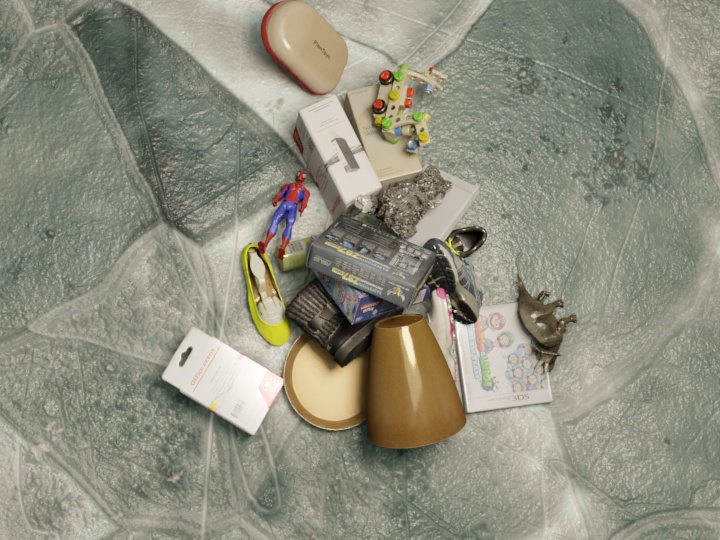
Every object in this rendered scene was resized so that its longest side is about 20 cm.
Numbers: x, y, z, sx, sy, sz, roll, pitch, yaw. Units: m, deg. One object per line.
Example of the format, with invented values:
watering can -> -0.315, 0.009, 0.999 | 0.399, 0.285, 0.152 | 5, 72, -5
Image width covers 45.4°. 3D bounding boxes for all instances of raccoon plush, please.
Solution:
raccoon plush -> 0.090, -0.137, 1.580 | 0.134, 0.199, 0.097 | -47, 74, 16

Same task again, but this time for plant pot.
plant pot -> 0.086, 0.187, 1.542 | 0.183, 0.186, 0.204 | -12, 101, -11
plant pot -> -0.048, 0.199, 1.630 | 0.196, 0.027, 0.204 | 2, 79, -8

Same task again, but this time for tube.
tube -> -0.065, -0.044, 1.667 | 0.197, 0.059, 0.052 | -15, 38, -18

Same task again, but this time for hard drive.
hard drive -> 0.124, -0.108, 1.682 | 0.131, 0.027, 0.201 | 28, 70, 28

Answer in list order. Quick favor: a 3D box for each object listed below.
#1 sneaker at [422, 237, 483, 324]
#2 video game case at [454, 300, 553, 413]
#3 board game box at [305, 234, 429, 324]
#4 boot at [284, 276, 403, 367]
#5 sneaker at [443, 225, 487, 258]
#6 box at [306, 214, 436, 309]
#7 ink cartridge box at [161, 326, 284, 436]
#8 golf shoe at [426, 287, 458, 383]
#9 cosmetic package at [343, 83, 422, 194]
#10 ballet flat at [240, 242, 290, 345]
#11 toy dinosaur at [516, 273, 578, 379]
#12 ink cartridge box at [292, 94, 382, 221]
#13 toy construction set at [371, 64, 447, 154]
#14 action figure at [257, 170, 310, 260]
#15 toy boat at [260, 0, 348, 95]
sneaker -> 0.175, 0.006, 1.634 | 0.201, 0.077, 0.087 | 58, 46, -33
video game case -> 0.278, 0.168, 1.691 | 0.179, 0.024, 0.204 | -5, 80, -11
board game box -> 0.000, 0.000, 1.592 | 0.198, 0.062, 0.199 | -14, 43, -42
boot -> -0.024, 0.068, 1.613 | 0.157, 0.080, 0.210 | 41, 51, 19
sneaker -> 0.161, -0.040, 1.681 | 0.198, 0.085, 0.075 | -30, 85, -14
box -> 0.022, -0.019, 1.519 | 0.197, 0.158, 0.052 | 22, 117, 10
ink cartridge box -> -0.252, 0.202, 1.575 | 0.198, 0.067, 0.118 | 32, 75, -4
golf shoe -> 0.136, 0.132, 1.620 | 0.090, 0.075, 0.204 | -3, 109, 4
cosmetic package -> 0.043, -0.259, 1.697 | 0.102, 0.073, 0.203 | -15, 74, -11
ballet flat -> -0.181, 0.042, 1.617 | 0.066, 0.067, 0.203 | -16, 82, -13
toy dinosaur -> 0.353, 0.096, 1.668 | 0.101, 0.077, 0.202 | -27, 89, -28
ink cartridge box -> -0.047, -0.209, 1.649 | 0.083, 0.144, 0.202 | -25, 84, -13
toy construction set -> 0.094, -0.319, 1.636 | 0.129, 0.093, 0.202 | 7, 59, 20
action figure -> -0.138, -0.116, 1.644 | 0.064, 0.052, 0.202 | 13, 52, 5
toy boat -> -0.125, -0.440, 1.697 | 0.199, 0.129, 0.132 | 37, 70, -45
